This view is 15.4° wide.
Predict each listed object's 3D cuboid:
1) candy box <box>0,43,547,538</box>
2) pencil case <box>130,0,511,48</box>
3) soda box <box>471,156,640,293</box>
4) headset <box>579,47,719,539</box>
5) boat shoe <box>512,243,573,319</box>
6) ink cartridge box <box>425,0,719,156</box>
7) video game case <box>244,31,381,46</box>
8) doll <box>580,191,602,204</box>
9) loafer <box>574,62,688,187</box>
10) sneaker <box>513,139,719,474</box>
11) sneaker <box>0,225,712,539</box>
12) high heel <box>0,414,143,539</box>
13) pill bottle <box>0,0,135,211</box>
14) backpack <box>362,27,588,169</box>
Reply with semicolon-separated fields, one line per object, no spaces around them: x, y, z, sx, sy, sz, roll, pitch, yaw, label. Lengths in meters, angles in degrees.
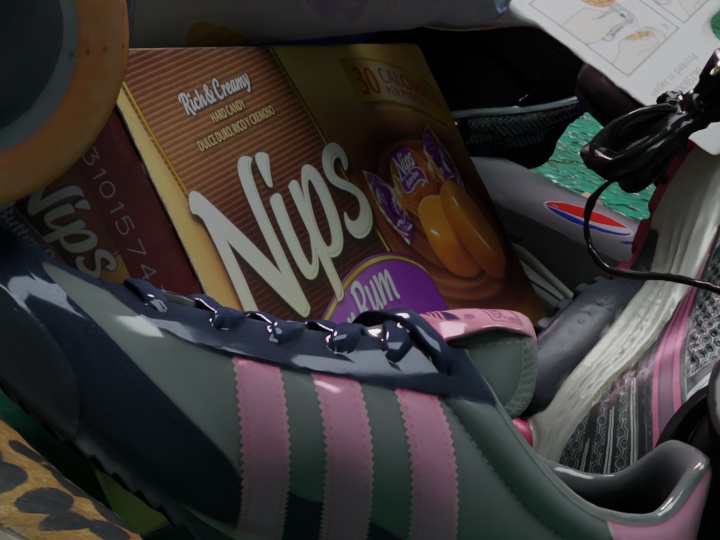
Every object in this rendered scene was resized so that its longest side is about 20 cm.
-0.021;-0.002;0.748;0.117;0.056;0.200;65;24;7;candy box
-0.051;-0.108;0.762;0.199;0.091;0.083;-5;10;12;pencil case
0.096;0.025;0.913;0.200;0.064;0.068;28;17;32;soda box
0.124;0.040;0.668;0.200;0.094;0.124;57;-16;14;headset
0.000;0.000;0.892;0.200;0.074;0.065;36;14;22;boat shoe
0.059;-0.120;0.858;0.200;0.057;0.163;41;46;6;ink cartridge box
-0.045;-0.154;0.904;0.181;0.046;0.200;43;47;18;video game case
0.169;0.022;1.041;0.199;0.049;0.136;17;13;15;doll
0.143;-0.003;0.955;0.200;0.072;0.073;47;26;21;loafer
0.113;0.019;0.798;0.075;0.081;0.200;25;56;25;sneaker
-0.007;0.030;0.609;0.200;0.082;0.070;33;3;-24;sneaker
-0.087;0.052;0.575;0.142;0.072;0.200;26;10;-16;high heel
-0.117;-0.069;0.626;0.106;0.107;0.200;13;9;-26;pill bottle
-0.017;-0.105;1.008;0.200;0.151;0.178;-13;72;-43;backpack
